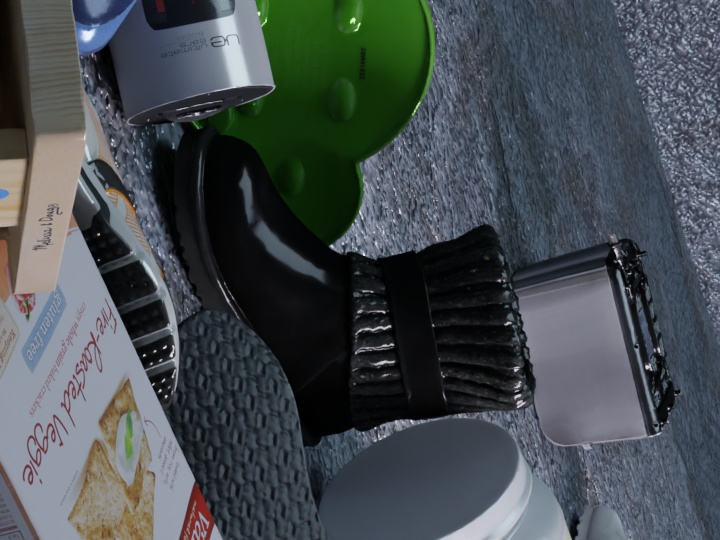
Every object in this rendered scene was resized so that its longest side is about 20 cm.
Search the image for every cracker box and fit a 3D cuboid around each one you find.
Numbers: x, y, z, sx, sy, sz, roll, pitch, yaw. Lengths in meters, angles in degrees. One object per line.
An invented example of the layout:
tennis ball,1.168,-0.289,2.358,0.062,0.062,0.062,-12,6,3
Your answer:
cracker box,-0.124,0.074,0.746,0.134,0.057,0.201,-75,148,-59

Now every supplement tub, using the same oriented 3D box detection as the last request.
supplement tub,0.065,0.203,1.134,0.145,0.144,0.201,-76,148,-59

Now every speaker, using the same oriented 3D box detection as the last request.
speaker,-0.103,-0.178,0.991,0.081,0.081,0.202,-6,83,-74

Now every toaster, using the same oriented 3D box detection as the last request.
toaster,0.226,0.062,1.862,0.181,0.118,0.202,-31,107,-74

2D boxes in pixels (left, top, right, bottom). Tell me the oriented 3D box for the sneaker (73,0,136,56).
sneaker,-0.101,-0.194,0.900,0.074,0.082,0.201,30,75,-35

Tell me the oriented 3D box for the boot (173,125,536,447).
boot,0.000,-0.001,1.055,0.080,0.157,0.212,-81,152,-55

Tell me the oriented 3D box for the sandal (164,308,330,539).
sandal,-0.056,0.119,0.945,0.075,0.048,0.202,-19,89,-30

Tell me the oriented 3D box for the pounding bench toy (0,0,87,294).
pounding bench toy,-0.170,-0.053,0.560,0.200,0.155,0.125,123,-40,-68

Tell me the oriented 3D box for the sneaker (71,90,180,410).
sneaker,-0.122,-0.029,0.812,0.080,0.073,0.201,-76,149,-63

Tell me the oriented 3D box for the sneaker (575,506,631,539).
sneaker,0.243,0.292,1.801,0.201,0.080,0.077,-83,152,-55

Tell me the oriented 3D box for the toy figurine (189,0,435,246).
toy figurine,-0.037,-0.138,1.144,0.184,0.149,0.202,-93,-175,-63
